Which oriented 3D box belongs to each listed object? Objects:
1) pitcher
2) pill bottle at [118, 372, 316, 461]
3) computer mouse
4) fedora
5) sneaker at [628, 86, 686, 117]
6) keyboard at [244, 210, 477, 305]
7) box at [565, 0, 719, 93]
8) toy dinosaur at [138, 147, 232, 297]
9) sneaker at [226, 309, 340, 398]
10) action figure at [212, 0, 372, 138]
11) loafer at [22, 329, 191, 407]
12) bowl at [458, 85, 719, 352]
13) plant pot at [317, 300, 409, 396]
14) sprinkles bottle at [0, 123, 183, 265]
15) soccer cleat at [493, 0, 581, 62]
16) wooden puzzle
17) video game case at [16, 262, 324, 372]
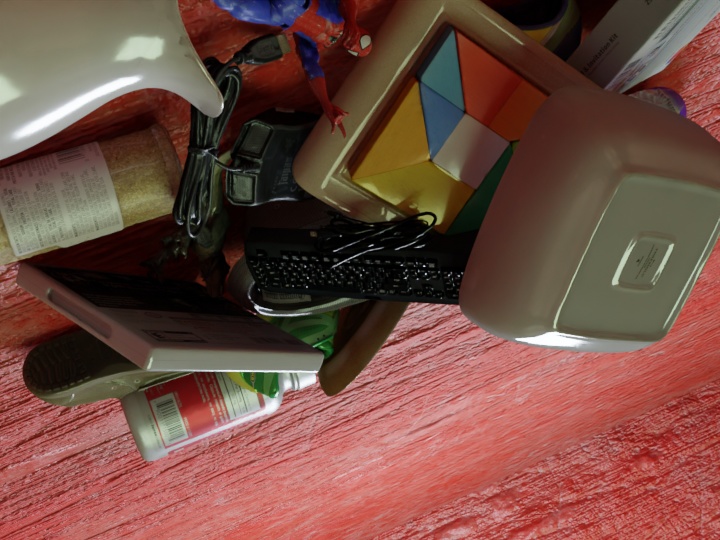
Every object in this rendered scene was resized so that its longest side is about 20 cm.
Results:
[{"bbox_3d":[-0.182,-0.142,0.490,0.199,0.121,0.173,-13,114,-14],"label":"pitcher"},{"bbox_3d":[-0.154,0.116,1.045,0.199,0.113,0.112,-20,156,-14],"label":"pill bottle"},{"bbox_3d":[-0.070,-0.113,0.732,0.200,0.046,0.141,-24,134,-52],"label":"computer mouse"},{"bbox_3d":[-0.028,-0.033,0.885,0.199,0.091,0.177,-22,156,14],"label":"fedora"},{"bbox_3d":[0.309,-0.141,1.052,0.099,0.070,0.200,-25,162,-19],"label":"sneaker"},{"bbox_3d":[0.000,0.000,0.759,0.199,0.040,0.104,2,139,15],"label":"keyboard"},{"bbox_3d":[0.247,-0.207,0.789,0.200,0.041,0.156,-31,165,-45],"label":"box"},{"bbox_3d":[-0.137,-0.033,0.827,0.088,0.047,0.200,-43,165,-35],"label":"toy dinosaur"},{"bbox_3d":[-0.050,0.047,0.993,0.200,0.083,0.074,-49,173,-15],"label":"sneaker"},{"bbox_3d":[-0.044,-0.152,0.621,0.065,0.099,0.200,-38,157,27],"label":"action figure"},{"bbox_3d":[-0.225,0.081,0.957,0.199,0.076,0.068,-12,157,-15],"label":"loafer"},{"bbox_3d":[0.187,-0.021,0.727,0.199,0.075,0.201,8,114,-35],"label":"bowl"},{"bbox_3d":[0.009,0.040,1.027,0.200,0.027,0.200,-55,-170,14],"label":"plant pot"},{"bbox_3d":[-0.224,-0.045,0.688,0.199,0.069,0.068,-19,156,-16],"label":"sprinkles bottle"},{"bbox_3d":[0.079,-0.168,0.769,0.199,0.065,0.084,-24,140,-3],"label":"soccer cleat"},{"bbox_3d":[0.076,-0.092,0.732,0.199,0.037,0.185,31,107,-15],"label":"wooden puzzle"},{"bbox_3d":[-0.157,0.042,0.828,0.199,0.181,0.023,8,104,-53],"label":"video game case"}]
